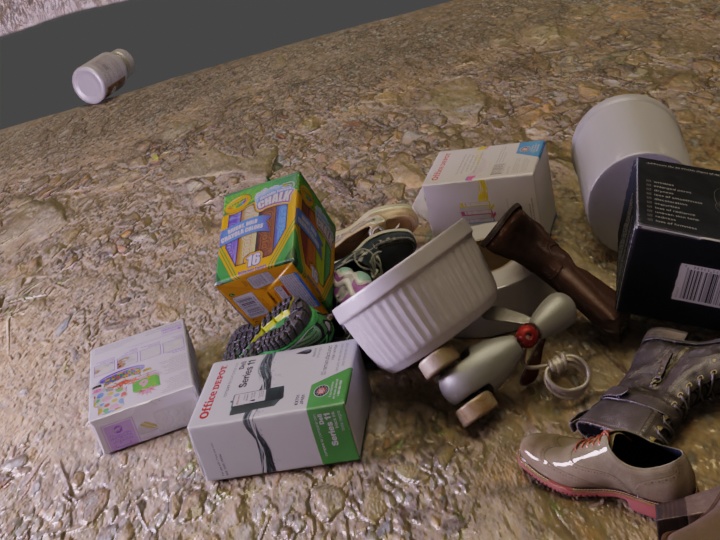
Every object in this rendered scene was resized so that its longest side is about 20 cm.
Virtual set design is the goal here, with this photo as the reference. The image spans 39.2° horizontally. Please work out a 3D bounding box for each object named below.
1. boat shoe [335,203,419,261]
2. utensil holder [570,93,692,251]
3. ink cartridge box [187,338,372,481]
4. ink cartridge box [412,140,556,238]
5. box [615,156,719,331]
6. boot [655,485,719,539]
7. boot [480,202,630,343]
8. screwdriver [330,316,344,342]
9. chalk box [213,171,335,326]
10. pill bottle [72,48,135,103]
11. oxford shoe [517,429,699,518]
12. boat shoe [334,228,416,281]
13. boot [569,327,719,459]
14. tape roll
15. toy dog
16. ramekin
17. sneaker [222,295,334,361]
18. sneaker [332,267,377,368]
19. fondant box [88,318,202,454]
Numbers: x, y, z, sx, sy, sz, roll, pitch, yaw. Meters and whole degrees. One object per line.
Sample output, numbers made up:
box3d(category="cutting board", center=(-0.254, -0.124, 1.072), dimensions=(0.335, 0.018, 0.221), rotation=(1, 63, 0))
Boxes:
box3d(category="boat shoe", center=(0.004, -0.041, 1.605), dimensions=(0.197, 0.074, 0.063), rotation=(-25, 31, 7))
box3d(category="utensil holder", center=(0.395, -0.137, 1.462), dimensions=(0.167, 0.172, 0.201), rotation=(-9, 30, 12))
box3d(category="ink cartridge box", center=(-0.095, 0.168, 1.226), dimensions=(0.196, 0.084, 0.147), rotation=(-11, 26, 11))
box3d(category="ink cartridge box", center=(0.189, -0.109, 1.560), dimensions=(0.196, 0.127, 0.129), rotation=(-4, 28, 23))
box3d(category="box", center=(0.418, -0.031, 1.229), dimensions=(0.196, 0.126, 0.197), rotation=(11, 33, 10))
box3d(category="boot", center=(0.329, 0.247, 0.857), dimensions=(0.143, 0.071, 0.201), rotation=(-6, 28, 15))
box3d(category="boot", center=(0.246, 0.009, 1.226), dimensions=(0.064, 0.200, 0.186), rotation=(-49, -15, 20))
box3d(category="screwdriver", center=(-0.053, 0.108, 1.393), dimensions=(0.027, 0.030, 0.201), rotation=(2, 35, 30))
box3d(category="chalk box", center=(-0.111, -0.041, 1.380), dimensions=(0.122, 0.125, 0.203), rotation=(-15, 50, 20))
box3d(category="pill bottle", center=(-0.763, -0.588, 3.032), dimensions=(0.112, 0.116, 0.201), rotation=(-3, 29, 24))
box3d(category="oxford shoe", center=(0.244, 0.184, 1.016), dimensions=(0.197, 0.076, 0.070), rotation=(7, 34, 38))
box3d(category="boat shoe", center=(0.000, 0.000, 1.511), dimensions=(0.197, 0.076, 0.062), rotation=(-22, 25, -9))
box3d(category="boot", center=(0.342, 0.142, 1.073), dimensions=(0.198, 0.070, 0.174), rotation=(5, 38, 44))
box3d(category="tape roll", center=(0.174, 0.009, 1.403), dimensions=(0.198, 0.072, 0.203), rotation=(-13, 26, 7))
box3d(category="toy dog", center=(0.164, 0.106, 1.198), dimensions=(0.196, 0.134, 0.096), rotation=(-13, -11, -6))
box3d(category="ramekin", center=(0.073, 0.036, 1.226), dimensions=(0.199, 0.106, 0.200), rotation=(-34, -1, 0))
box3d(category="sneaker", center=(-0.115, 0.111, 1.333), dimensions=(0.199, 0.085, 0.079), rotation=(-30, 41, 37))
box3d(category="sneaker", center=(-0.009, 0.073, 1.351), dimensions=(0.197, 0.079, 0.140), rotation=(16, 42, 29))
box3d(category="fondant box", center=(-0.296, 0.155, 1.394), dimensions=(0.142, 0.059, 0.200), rotation=(-18, 25, -6))
